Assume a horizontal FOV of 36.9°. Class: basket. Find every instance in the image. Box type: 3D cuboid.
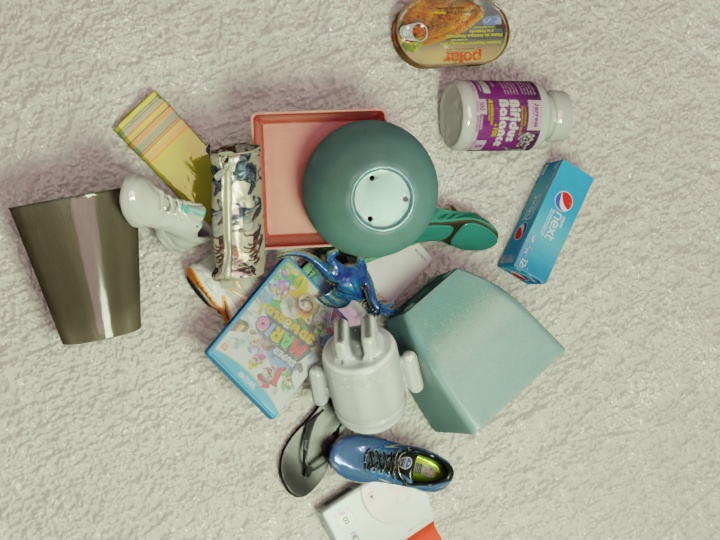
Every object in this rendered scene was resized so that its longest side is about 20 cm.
[{"bbox_3d":[-0.384,-0.005,1.515,0.179,0.136,0.201,-10,95,-12],"label":"basket"}]

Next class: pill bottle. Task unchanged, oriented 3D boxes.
[{"bbox_3d":[0.237,-0.249,1.737,0.199,0.112,0.113,-3,89,-18],"label":"pill bottle"}]

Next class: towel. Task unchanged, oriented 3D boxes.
[{"bbox_3d":[-0.271,-0.168,1.617,0.086,0.018,0.200,-45,103,-9],"label":"towel"}]

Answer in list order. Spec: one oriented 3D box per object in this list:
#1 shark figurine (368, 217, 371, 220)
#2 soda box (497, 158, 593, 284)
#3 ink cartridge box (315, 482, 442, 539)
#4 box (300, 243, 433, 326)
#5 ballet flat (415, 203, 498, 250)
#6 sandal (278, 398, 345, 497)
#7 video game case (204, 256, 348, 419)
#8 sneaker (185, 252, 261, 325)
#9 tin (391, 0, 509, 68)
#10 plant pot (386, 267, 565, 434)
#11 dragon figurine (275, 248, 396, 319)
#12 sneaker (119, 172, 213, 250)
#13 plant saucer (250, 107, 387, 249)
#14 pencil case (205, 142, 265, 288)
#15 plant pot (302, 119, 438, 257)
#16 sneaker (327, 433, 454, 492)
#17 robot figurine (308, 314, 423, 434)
[{"bbox_3d":[-0.060,-0.137,1.642,0.213,0.090,0.129,13,65,-1],"label":"shark figurine"},{"bbox_3d":[0.306,-0.079,1.779,0.068,0.064,0.201,29,80,-16],"label":"soda box"},{"bbox_3d":[0.046,0.416,1.687,0.162,0.057,0.201,-30,93,-17],"label":"ink cartridge box"},{"bbox_3d":[0.000,0.000,1.690,0.144,0.036,0.200,46,75,-12],"label":"box"},{"bbox_3d":[0.139,-0.078,1.717,0.199,0.067,0.071,4,50,-39],"label":"ballet flat"},{"bbox_3d":[-0.061,0.253,1.658,0.076,0.043,0.201,32,79,-15],"label":"sandal"},{"bbox_3d":[-0.120,0.097,1.588,0.143,0.018,0.200,48,60,-17],"label":"video game case"},{"bbox_3d":[-0.167,0.051,1.616,0.092,0.076,0.200,-41,102,-20],"label":"sneaker"},{"bbox_3d":[0.146,-0.385,1.750,0.199,0.042,0.113,-6,86,-18],"label":"tin"},{"bbox_3d":[0.152,0.111,1.661,0.196,0.196,0.200,-40,94,-15],"label":"plant pot"},{"bbox_3d":[-0.029,0.021,1.617,0.199,0.059,0.100,9,72,-34],"label":"dragon figurine"},{"bbox_3d":[-0.265,-0.085,1.517,0.088,0.200,0.076,0,73,17],"label":"sneaker"},{"bbox_3d":[-0.059,-0.136,1.589,0.199,0.037,0.201,-3,100,-7],"label":"plant saucer"},{"bbox_3d":[-0.178,-0.079,1.532,0.077,0.089,0.201,5,103,26],"label":"pencil case"},{"bbox_3d":[0.022,-0.108,1.517,0.199,0.135,0.202,-1,101,-7],"label":"plant pot"},{"bbox_3d":[0.050,0.287,1.628,0.199,0.089,0.079,10,73,-8],"label":"sneaker"},{"bbox_3d":[0.007,0.162,1.601,0.168,0.113,0.201,-7,126,8],"label":"robot figurine"}]
